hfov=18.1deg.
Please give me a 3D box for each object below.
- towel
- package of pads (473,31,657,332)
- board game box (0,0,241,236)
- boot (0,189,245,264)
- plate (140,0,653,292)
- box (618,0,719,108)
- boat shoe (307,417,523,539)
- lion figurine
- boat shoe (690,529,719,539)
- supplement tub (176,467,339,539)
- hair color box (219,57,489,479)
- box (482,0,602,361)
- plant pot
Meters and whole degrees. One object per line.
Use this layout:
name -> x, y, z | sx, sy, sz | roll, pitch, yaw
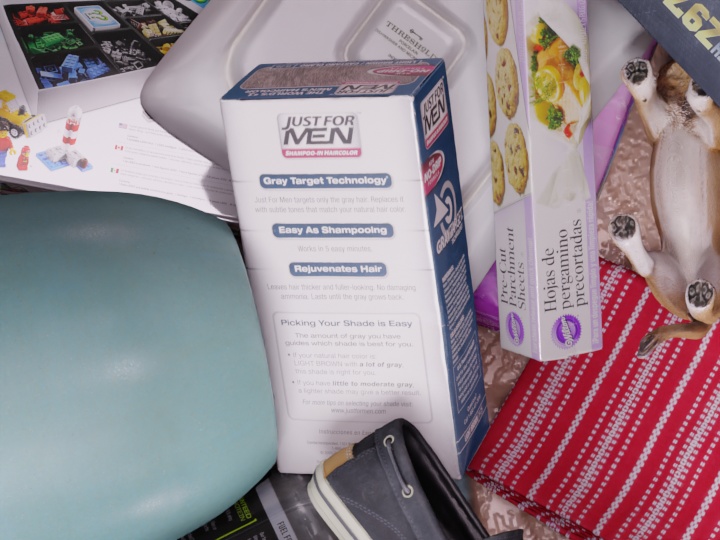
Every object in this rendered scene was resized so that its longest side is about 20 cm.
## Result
towel -> 0.164, 0.088, 1.168 | 0.200, 0.022, 0.145 | 28, 82, 33
package of pads -> 0.077, -0.074, 1.208 | 0.120, 0.076, 0.200 | 21, 82, 8
board game box -> -0.099, -0.090, 1.172 | 0.200, 0.035, 0.126 | 11, 78, -5
boot -> -0.119, -0.030, 1.203 | 0.166, 0.072, 0.200 | 33, 79, 7
plate -> 0.021, -0.109, 1.152 | 0.199, 0.032, 0.200 | 36, 81, 1
box -> 0.214, -0.133, 1.160 | 0.158, 0.200, 0.051 | 46, 121, 5
boat shoe -> 0.058, 0.151, 1.058 | 0.062, 0.075, 0.200 | -45, 71, 10
lion figurine -> 0.173, -0.036, 1.174 | 0.072, 0.122, 0.200 | 7, 75, 22
boat shoe -> 0.214, 0.146, 1.184 | 0.200, 0.068, 0.075 | -38, 89, 6
supplement tub -> -0.065, 0.179, 1.152 | 0.200, 0.123, 0.123 | -27, 83, -3
hair color box -> 0.000, 0.000, 1.105 | 0.100, 0.061, 0.200 | 0, 114, 19
box -> 0.090, -0.057, 1.118 | 0.039, 0.041, 0.200 | -10, 104, -26
plant pot -> -0.130, 0.052, 1.103 | 0.161, 0.201, 0.201 | -11, 83, -9
